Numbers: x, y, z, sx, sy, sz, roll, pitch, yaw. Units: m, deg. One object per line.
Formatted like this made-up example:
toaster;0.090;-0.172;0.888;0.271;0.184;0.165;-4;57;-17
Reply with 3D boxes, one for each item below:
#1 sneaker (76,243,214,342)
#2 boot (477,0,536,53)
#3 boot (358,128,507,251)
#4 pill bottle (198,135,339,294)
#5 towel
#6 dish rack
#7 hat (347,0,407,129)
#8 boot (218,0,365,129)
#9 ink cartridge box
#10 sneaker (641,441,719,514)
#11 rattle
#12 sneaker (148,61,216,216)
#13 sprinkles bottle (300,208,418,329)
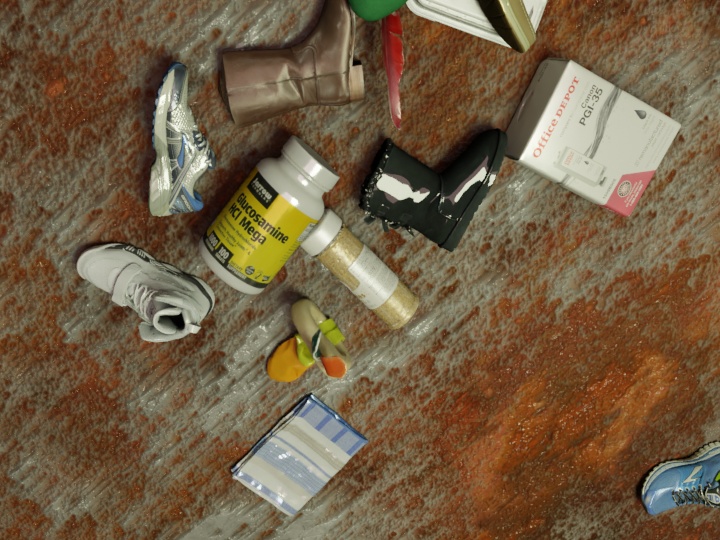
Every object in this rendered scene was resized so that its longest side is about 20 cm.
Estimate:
sneaker;-0.301;0.030;0.822;0.197;0.115;0.076;23;105;-15
boot;0.205;-0.390;0.719;0.153;0.072;0.202;-33;111;2
boot;0.098;-0.135;0.842;0.160;0.074;0.201;24;106;-11
pill bottle;-0.121;-0.076;0.809;0.112;0.113;0.201;36;101;-18
towel;-0.102;0.315;1.000;0.147;0.024;0.200;42;99;-19
dish rack;0.168;-0.399;0.770;0.196;0.044;0.175;14;107;-13
hat;-0.001;-0.323;0.722;0.163;0.202;0.177;5;137;-40
boot;-0.101;-0.292;0.767;0.195;0.064;0.191;-9;108;1
ink cartridge box;0.320;-0.187;0.844;0.196;0.083;0.149;22;106;-15
sneaker;0.609;0.391;1.086;0.197;0.089;0.079;-30;110;4
rattle;-0.087;0.128;0.839;0.140;0.201;0.132;-21;111;1
sneaker;-0.234;-0.170;0.791;0.083;0.077;0.204;3;117;-19
sprinkles bottle;0.000;0.000;0.876;0.068;0.068;0.200;-44;109;9
